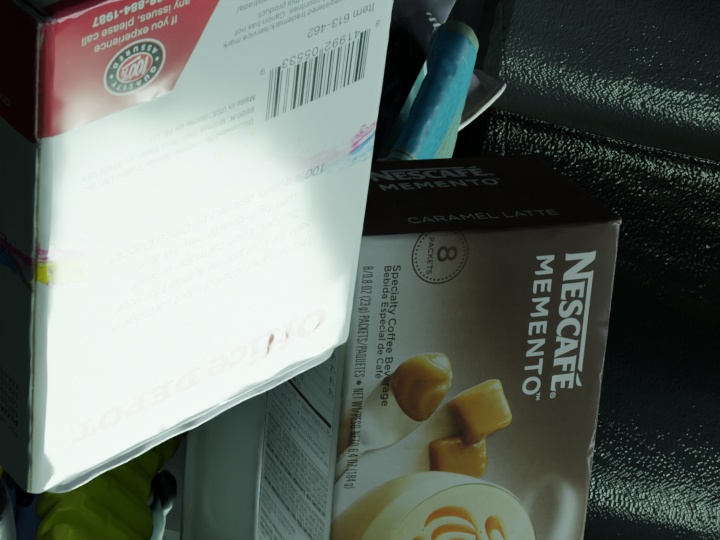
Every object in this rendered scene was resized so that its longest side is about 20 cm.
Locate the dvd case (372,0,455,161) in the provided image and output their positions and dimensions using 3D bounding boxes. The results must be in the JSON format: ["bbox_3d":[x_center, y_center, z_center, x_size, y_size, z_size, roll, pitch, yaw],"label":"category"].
[{"bbox_3d":[-0.030,-0.110,1.074,0.149,0.016,0.200,-63,145,-13],"label":"dvd case"}]

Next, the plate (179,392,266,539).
[{"bbox_3d":[-0.059,0.099,1.068,0.200,0.032,0.201,96,-4,-47],"label":"plate"}]

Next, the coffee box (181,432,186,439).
[{"bbox_3d":[-0.035,0.098,1.296,0.201,0.122,0.044,64,34,-37],"label":"coffee box"}]

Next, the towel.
[{"bbox_3d":[0.000,0.000,1.148,0.147,0.022,0.201,100,15,-66],"label":"towel"}]

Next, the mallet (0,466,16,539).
[{"bbox_3d":[-0.137,0.058,1.012,0.201,0.041,0.066,-77,177,-52],"label":"mallet"}]

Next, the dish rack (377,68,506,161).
[{"bbox_3d":[-0.020,-0.055,1.336,0.200,0.044,0.172,-38,-171,2],"label":"dish rack"}]

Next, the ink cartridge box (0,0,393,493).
[{"bbox_3d":[-0.073,-0.044,0.859,0.145,0.083,0.201,-25,141,-33],"label":"ink cartridge box"}]

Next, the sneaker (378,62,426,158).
[{"bbox_3d":[-0.014,-0.133,1.185,0.080,0.071,0.201,-49,138,-48],"label":"sneaker"}]

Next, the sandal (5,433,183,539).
[{"bbox_3d":[-0.126,0.091,1.060,0.087,0.079,0.201,-35,-152,25],"label":"sandal"}]

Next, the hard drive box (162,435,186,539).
[{"bbox_3d":[-0.071,0.179,1.305,0.201,0.155,0.077,95,11,-48],"label":"hard drive box"}]

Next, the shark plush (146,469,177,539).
[{"bbox_3d":[-0.118,0.099,1.143,0.083,0.090,0.201,23,84,-52],"label":"shark plush"}]

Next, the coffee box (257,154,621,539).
[{"bbox_3d":[0.027,0.062,1.014,0.080,0.114,0.202,-136,-134,-59],"label":"coffee box"}]
